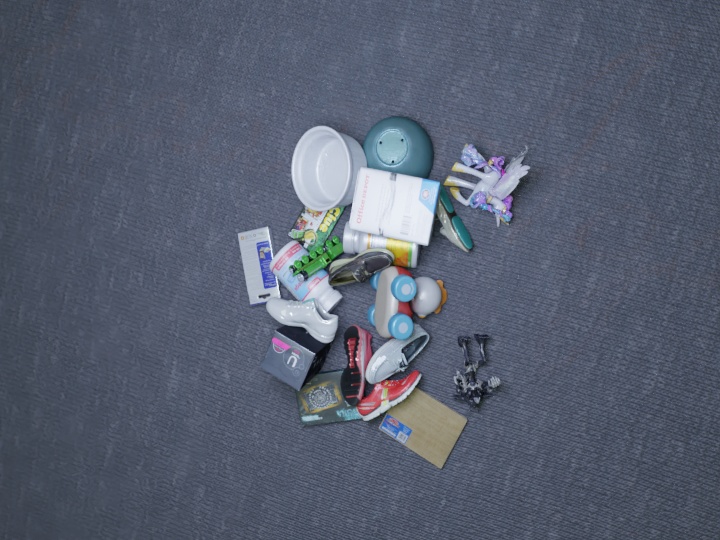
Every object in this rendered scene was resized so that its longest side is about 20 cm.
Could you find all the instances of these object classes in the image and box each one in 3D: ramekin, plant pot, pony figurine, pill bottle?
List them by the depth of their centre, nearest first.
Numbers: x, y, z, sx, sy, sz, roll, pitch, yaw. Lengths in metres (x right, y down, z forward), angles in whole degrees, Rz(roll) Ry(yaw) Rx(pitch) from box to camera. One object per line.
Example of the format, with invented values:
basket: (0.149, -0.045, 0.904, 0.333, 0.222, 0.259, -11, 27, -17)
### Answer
pony figurine: (0.323, -0.223, 1.292, 0.197, 0.167, 0.196, 31, 129, 4)
ramekin: (-0.075, -0.254, 1.323, 0.196, 0.096, 0.208, 5, 98, 37)
plant pot: (0.086, -0.299, 1.326, 0.193, 0.135, 0.207, 0, 92, 11)
pill bottle: (0.057, -0.075, 1.351, 0.193, 0.111, 0.115, 8, 93, 10)
pill bottle: (-0.142, 0.027, 1.392, 0.200, 0.109, 0.109, 45, 99, 5)

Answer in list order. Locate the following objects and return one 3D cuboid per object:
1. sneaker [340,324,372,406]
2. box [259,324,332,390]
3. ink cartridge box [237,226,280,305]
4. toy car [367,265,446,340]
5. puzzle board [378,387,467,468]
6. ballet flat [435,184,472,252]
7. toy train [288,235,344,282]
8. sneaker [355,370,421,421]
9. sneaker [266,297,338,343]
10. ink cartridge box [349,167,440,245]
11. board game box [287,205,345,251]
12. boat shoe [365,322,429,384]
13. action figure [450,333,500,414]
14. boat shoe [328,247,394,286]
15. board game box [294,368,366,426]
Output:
sneaker: (0.003, 0.250, 1.371, 0.072, 0.086, 0.207, -8, 73, 42)
box: (-0.158, 0.210, 1.355, 0.120, 0.200, 0.109, 27, 99, 8)
ink cartridge box: (-0.278, -0.012, 1.454, 0.092, 0.037, 0.207, -10, 88, 10)
toy car: (0.139, 0.084, 1.337, 0.194, 0.184, 0.183, 3, 94, -19)
puzzle board: (0.166, 0.409, 1.397, 0.196, 0.017, 0.154, 30, 98, 9)
ballet flat: (0.222, -0.132, 1.353, 0.062, 0.067, 0.204, -30, 82, 38)
toy train: (-0.109, -0.029, 1.353, 0.057, 0.199, 0.041, 54, 134, -1)
sneaker: (0.069, 0.313, 1.363, 0.197, 0.077, 0.086, -35, 82, 6)
sneaker: (-0.144, 0.101, 1.329, 0.195, 0.076, 0.090, 24, 122, 4)
ink cartridge box: (0.083, -0.153, 1.246, 0.194, 0.084, 0.149, 13, 96, 10)
board game box: (-0.108, -0.155, 1.424, 0.103, 0.023, 0.203, 31, 97, 6)
boat shoe: (0.097, 0.219, 1.339, 0.200, 0.071, 0.071, -43, 123, -14)
action figure: (0.287, 0.270, 1.327, 0.115, 0.102, 0.207, -2, 90, -1)
boat shoe: (0.000, 0.000, 1.316, 0.196, 0.066, 0.073, -18, 132, 36)
board game box: (-0.081, 0.346, 1.433, 0.193, 0.028, 0.140, -9, 91, 10)
